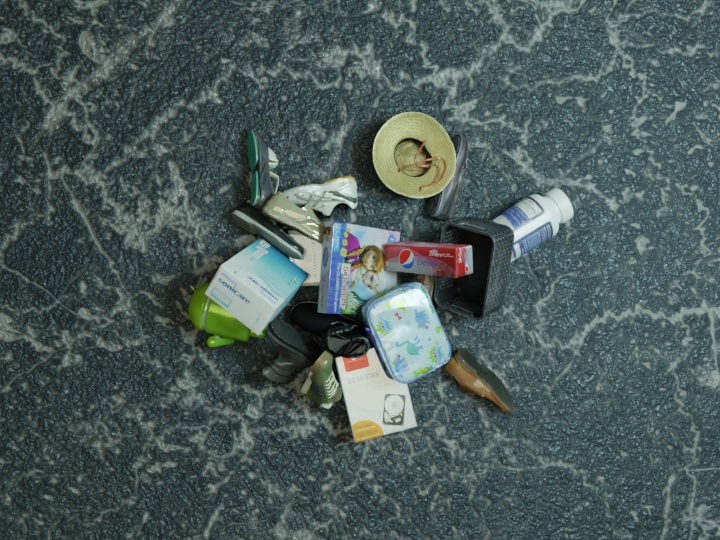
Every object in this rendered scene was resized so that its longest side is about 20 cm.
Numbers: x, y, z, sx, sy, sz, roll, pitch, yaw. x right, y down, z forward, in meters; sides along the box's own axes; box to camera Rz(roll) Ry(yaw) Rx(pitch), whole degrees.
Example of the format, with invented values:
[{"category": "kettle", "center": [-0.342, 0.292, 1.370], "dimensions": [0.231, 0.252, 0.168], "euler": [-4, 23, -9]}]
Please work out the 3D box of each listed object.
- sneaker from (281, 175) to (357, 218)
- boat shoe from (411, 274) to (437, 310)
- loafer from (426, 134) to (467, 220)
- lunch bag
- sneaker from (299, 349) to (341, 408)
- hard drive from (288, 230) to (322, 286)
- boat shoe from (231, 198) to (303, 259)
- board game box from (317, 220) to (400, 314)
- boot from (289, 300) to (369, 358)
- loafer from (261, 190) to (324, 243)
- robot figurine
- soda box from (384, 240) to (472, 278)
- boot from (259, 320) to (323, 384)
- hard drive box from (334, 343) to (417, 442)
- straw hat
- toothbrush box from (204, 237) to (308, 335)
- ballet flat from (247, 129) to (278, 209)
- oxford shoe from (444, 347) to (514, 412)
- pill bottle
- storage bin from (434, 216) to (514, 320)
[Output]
[{"category": "sneaker", "center": [-0.101, -0.162, 1.258], "dimensions": [0.197, 0.076, 0.089], "euler": [-12, 97, 3]}, {"category": "boat shoe", "center": [0.150, 0.048, 1.272], "dimensions": [0.067, 0.072, 0.203], "euler": [16, 95, 25]}, {"category": "loafer", "center": [0.217, -0.219, 1.278], "dimensions": [0.062, 0.072, 0.203], "euler": [16, 93, -30]}, {"category": "lunch bag", "center": [0.097, 0.136, 1.183], "dimensions": [0.159, 0.082, 0.202], "euler": [-25, 95, -13]}, {"category": "sneaker", "center": [-0.074, 0.252, 1.201], "dimensions": [0.089, 0.201, 0.067], "euler": [38, 55, 7]}, {"category": "hard drive", "center": [-0.072, -0.033, 1.281], "dimensions": [0.196, 0.026, 0.134], "euler": [-2, 90, -2]}, {"category": "boat shoe", "center": [-0.207, -0.100, 1.245], "dimensions": [0.199, 0.076, 0.061], "euler": [34, 69, 5]}, {"category": "board game box", "center": [0.000, 0.000, 1.221], "dimensions": [0.197, 0.041, 0.204], "euler": [5, 89, -38]}, {"category": "boot", "center": [-0.074, 0.130, 1.208], "dimensions": [0.197, 0.168, 0.078], "euler": [20, 93, -1]}, {"category": "loafer", "center": [-0.124, -0.116, 1.212], "dimensions": [0.198, 0.076, 0.069], "euler": [25, 89, -23]}, {"category": "robot figurine", "center": [-0.303, 0.095, 1.229], "dimensions": [0.197, 0.116, 0.178], "euler": [14, 101, -1]}, {"category": "soda box", "center": [0.147, -0.028, 1.181], "dimensions": [0.069, 0.198, 0.065], "euler": [-11, 103, -46]}, {"category": "boot", "center": [-0.177, 0.196, 1.192], "dimensions": [0.131, 0.200, 0.070], "euler": [-37, 49, 8]}, {"category": "hard drive box", "center": [0.033, 0.279, 1.257], "dimensions": [0.153, 0.077, 0.203], "euler": [-14, 90, -2]}, {"category": "straw hat", "center": [0.121, -0.263, 1.259], "dimensions": [0.197, 0.085, 0.205], "euler": [0, 93, -4]}, {"category": "toothbrush box", "center": [-0.221, 0.029, 1.171], "dimensions": [0.146, 0.200, 0.086], "euler": [37, 114, -1]}, {"category": "ballet flat", "center": [-0.227, -0.234, 1.254], "dimensions": [0.072, 0.073, 0.203], "euler": [-8, 70, -2]}, {"category": "oxford shoe", "center": [0.286, 0.273, 1.279], "dimensions": [0.200, 0.071, 0.071], "euler": [42, 116, -1]}, {"category": "pill bottle", "center": [0.390, -0.108, 1.252], "dimensions": [0.198, 0.111, 0.112], "euler": [-31, 90, -1]}, {"category": "storage bin", "center": [0.254, -0.007, 1.200], "dimensions": [0.134, 0.093, 0.203], "euler": [21, 118, 38]}]
